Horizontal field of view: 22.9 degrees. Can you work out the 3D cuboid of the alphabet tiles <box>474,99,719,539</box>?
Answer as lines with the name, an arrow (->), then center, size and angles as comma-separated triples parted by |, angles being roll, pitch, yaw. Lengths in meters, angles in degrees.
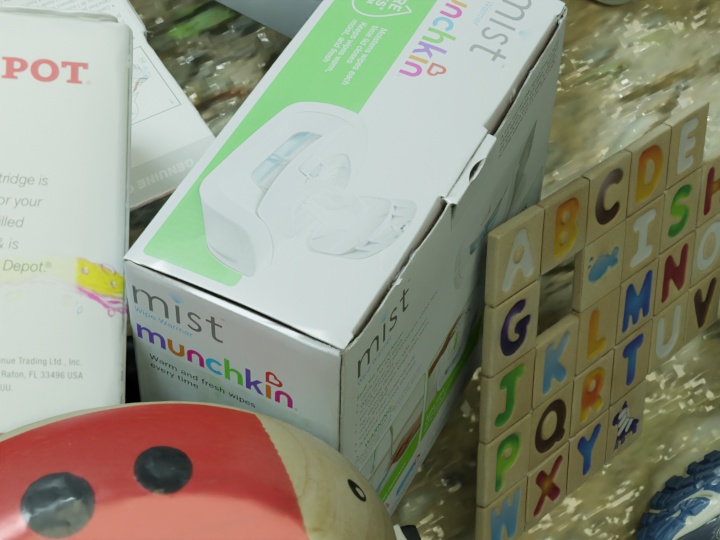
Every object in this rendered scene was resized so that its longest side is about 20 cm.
alphabet tiles -> 0.114, 0.020, 0.802 | 0.008, 0.167, 0.200 | 22, 37, 34

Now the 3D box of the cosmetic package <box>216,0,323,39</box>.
cosmetic package -> 0.010, -0.172, 0.838 | 0.200, 0.052, 0.151 | 22, 69, -36

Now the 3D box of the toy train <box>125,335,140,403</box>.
toy train -> -0.177, 0.081, 0.737 | 0.200, 0.087, 0.114 | -8, 85, -19

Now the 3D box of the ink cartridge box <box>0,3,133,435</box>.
ink cartridge box -> -0.164, 0.006, 0.659 | 0.147, 0.086, 0.200 | 4, 82, -18

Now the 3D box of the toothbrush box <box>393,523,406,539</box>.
toothbrush box -> -0.062, 0.199, 0.687 | 0.200, 0.147, 0.085 | -16, 50, -18

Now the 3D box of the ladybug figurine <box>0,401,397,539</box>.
ladybug figurine -> -0.078, 0.111, 0.589 | 0.200, 0.072, 0.136 | -12, 81, -15

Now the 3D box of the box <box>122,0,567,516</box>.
box -> 0.000, 0.000, 0.726 | 0.097, 0.177, 0.200 | 22, 54, 17

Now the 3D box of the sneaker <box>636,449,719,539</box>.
sneaker -> 0.225, 0.108, 0.845 | 0.200, 0.077, 0.085 | -24, 86, -20

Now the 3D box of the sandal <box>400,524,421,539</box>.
sandal -> -0.066, 0.144, 0.757 | 0.200, 0.076, 0.043 | -15, 72, -30

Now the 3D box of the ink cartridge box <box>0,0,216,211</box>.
ink cartridge box -> -0.182, -0.062, 0.770 | 0.200, 0.045, 0.176 | -25, 65, -20

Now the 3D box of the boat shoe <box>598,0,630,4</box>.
boat shoe -> 0.180, -0.226, 0.936 | 0.072, 0.060, 0.202 | 38, 68, -3
